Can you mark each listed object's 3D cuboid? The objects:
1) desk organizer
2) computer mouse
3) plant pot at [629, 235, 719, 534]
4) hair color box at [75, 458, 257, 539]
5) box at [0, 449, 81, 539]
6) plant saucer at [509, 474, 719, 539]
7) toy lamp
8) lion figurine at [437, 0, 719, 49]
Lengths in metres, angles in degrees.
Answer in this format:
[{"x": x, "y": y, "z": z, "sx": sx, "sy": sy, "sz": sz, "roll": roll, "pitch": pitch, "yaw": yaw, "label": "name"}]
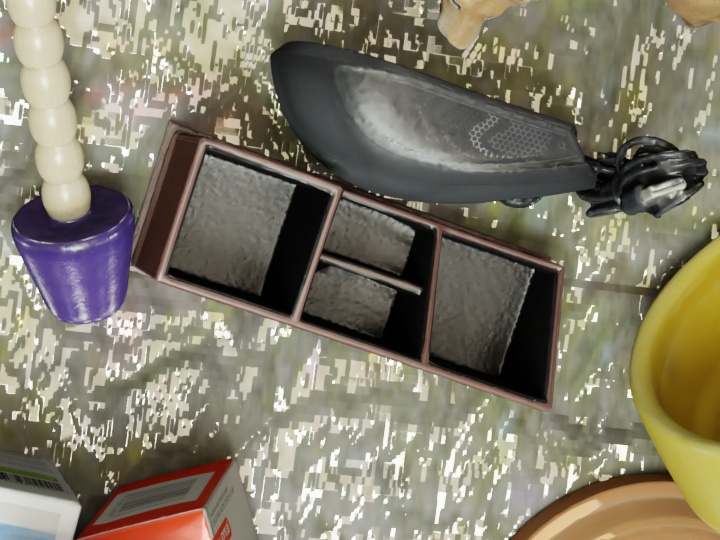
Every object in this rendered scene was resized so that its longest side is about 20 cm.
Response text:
[{"x": 0.000, "y": 0.000, "z": 0.989, "sx": 0.198, "sy": 0.077, "sz": 0.072, "roll": 19, "pitch": 91, "yaw": -16, "label": "desk organizer"}, {"x": 0.049, "y": -0.051, "z": 0.979, "sx": 0.198, "sy": 0.138, "sz": 0.053, "roll": 17, "pitch": 87, "yaw": -6, "label": "computer mouse"}, {"x": 0.251, "y": 0.085, "z": 1.016, "sx": 0.200, "sy": 0.201, "sz": 0.190, "roll": -35, "pitch": 119, "yaw": -9, "label": "plant pot"}, {"x": -0.063, "y": 0.196, "z": 0.963, "sx": 0.063, "sy": 0.111, "sz": 0.202, "roll": -13, "pitch": 96, "yaw": 5, "label": "hair color box"}, {"x": -0.203, "y": 0.177, "z": 0.940, "sx": 0.111, "sy": 0.101, "sz": 0.202, "roll": 13, "pitch": 92, "yaw": -16, "label": "box"}, {"x": 0.143, "y": 0.203, "z": 1.071, "sx": 0.198, "sy": 0.032, "sz": 0.203, "roll": -1, "pitch": 95, "yaw": -14, "label": "plant saucer"}, {"x": -0.132, "y": -0.070, "z": 0.932, "sx": 0.058, "sy": 0.058, "sz": 0.202, "roll": -12, "pitch": 122, "yaw": -13, "label": "toy lamp"}, {"x": 0.114, "y": -0.142, "z": 0.982, "sx": 0.198, "sy": 0.122, "sz": 0.073, "roll": -5, "pitch": 97, "yaw": -15, "label": "lion figurine"}]
